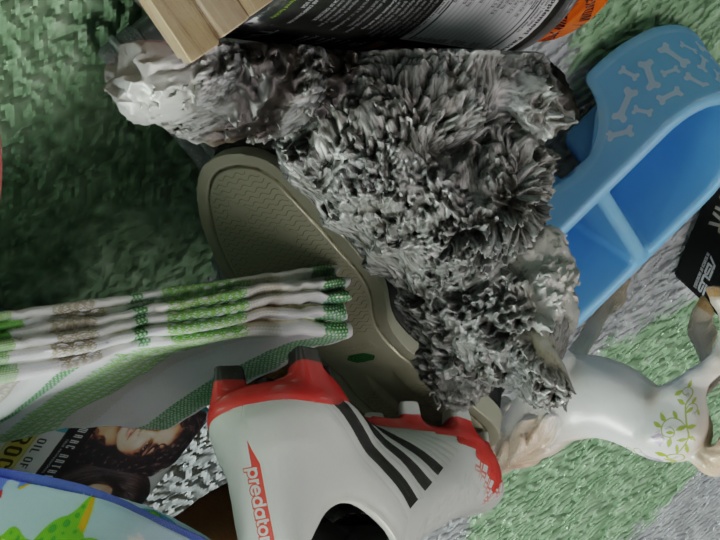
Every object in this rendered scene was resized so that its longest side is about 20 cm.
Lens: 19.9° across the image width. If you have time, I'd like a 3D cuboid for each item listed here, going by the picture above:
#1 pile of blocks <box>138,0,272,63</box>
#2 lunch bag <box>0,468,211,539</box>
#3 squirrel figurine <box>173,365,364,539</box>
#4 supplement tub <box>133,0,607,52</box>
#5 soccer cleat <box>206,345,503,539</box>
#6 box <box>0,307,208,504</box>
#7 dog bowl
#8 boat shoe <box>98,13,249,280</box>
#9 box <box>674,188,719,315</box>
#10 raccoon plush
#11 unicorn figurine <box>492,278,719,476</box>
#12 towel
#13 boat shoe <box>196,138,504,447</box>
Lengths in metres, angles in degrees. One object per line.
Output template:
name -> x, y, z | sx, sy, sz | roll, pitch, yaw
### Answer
pile of blocks -> -0.105, -0.140, 0.642 | 0.200, 0.062, 0.082 | 30, 87, -16
lunch bag -> -0.086, 0.154, 0.801 | 0.200, 0.161, 0.082 | 44, 63, -40
squirrel figurine -> -0.034, 0.138, 1.000 | 0.187, 0.141, 0.200 | 2, 111, -85
supplement tub -> 0.009, -0.140, 0.763 | 0.200, 0.123, 0.123 | -1, 128, -50
soccer cleat -> 0.002, 0.091, 0.809 | 0.069, 0.085, 0.200 | -14, 159, 22
box -> -0.157, 0.063, 0.878 | 0.082, 0.049, 0.200 | -52, 148, 12
dog bowl -> 0.121, -0.036, 1.069 | 0.200, 0.050, 0.111 | -45, 149, -1
boat shoe -> -0.053, -0.038, 0.864 | 0.065, 0.074, 0.202 | -30, 143, -11
box -> 0.295, -0.070, 1.249 | 0.200, 0.044, 0.160 | -20, 141, -34
raccoon plush -> -0.002, -0.011, 0.748 | 0.200, 0.097, 0.134 | 0, 91, -22
unicorn figurine -> 0.134, 0.065, 1.157 | 0.074, 0.200, 0.137 | 28, 78, -52
towel -> -0.115, 0.046, 0.769 | 0.200, 0.031, 0.149 | -9, 163, -43
boat shoe -> 0.000, 0.000, 0.850 | 0.200, 0.072, 0.068 | 47, 49, -41
